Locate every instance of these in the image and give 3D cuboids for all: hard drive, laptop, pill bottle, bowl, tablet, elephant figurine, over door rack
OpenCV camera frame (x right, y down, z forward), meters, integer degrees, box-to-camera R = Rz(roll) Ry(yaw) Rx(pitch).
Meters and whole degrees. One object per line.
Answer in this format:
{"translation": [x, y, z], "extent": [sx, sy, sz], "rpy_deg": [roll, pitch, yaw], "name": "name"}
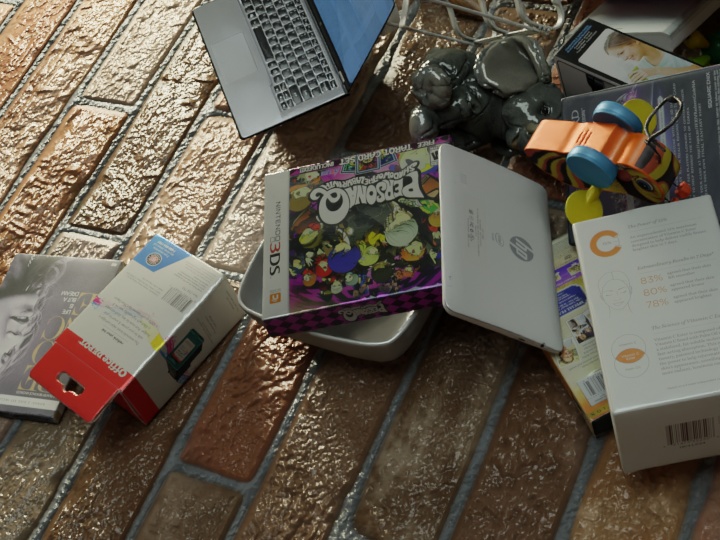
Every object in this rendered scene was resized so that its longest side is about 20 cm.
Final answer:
{"translation": [0.324, -0.287, 1.380], "extent": [0.131, 0.027, 0.200], "rpy_deg": [9, 42, 46], "name": "hard drive"}
{"translation": [-0.077, -0.277, 1.383], "extent": [0.197, 0.116, 0.189], "rpy_deg": [-23, 62, -1], "name": "laptop"}
{"translation": [-0.057, -0.264, 1.501], "extent": [0.198, 0.113, 0.112], "rpy_deg": [-33, 50, -6], "name": "pill bottle"}
{"translation": [0.000, 0.000, 1.304], "extent": [0.198, 0.075, 0.201], "rpy_deg": [13, 60, 29], "name": "bowl"}
{"translation": [0.130, -0.024, 1.218], "extent": [0.014, 0.129, 0.202], "rpy_deg": [-46, 32, 43], "name": "tablet"}
{"translation": [0.155, -0.166, 1.350], "extent": [0.197, 0.141, 0.158], "rpy_deg": [-1, 91, 13], "name": "elephant figurine"}
{"translation": [0.097, -0.277, 1.389], "extent": [0.197, 0.068, 0.147], "rpy_deg": [-4, 3, -27], "name": "over door rack"}

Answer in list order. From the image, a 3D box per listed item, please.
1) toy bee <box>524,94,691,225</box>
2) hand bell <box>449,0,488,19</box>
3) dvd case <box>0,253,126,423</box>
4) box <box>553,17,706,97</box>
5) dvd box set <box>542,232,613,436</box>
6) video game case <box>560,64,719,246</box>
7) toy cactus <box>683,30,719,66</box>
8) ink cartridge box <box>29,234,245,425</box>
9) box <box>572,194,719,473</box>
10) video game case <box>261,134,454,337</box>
{"translation": [0.234, -0.087, 1.162], "extent": [0.131, 0.108, 0.200], "rpy_deg": [-47, 23, 4], "name": "toy bee"}
{"translation": [0.073, -0.354, 1.555], "extent": [0.104, 0.105, 0.199], "rpy_deg": [-43, 64, -14], "name": "hand bell"}
{"translation": [-0.354, 0.069, 1.423], "extent": [0.146, 0.016, 0.202], "rpy_deg": [4, 56, 22], "name": "dvd case"}
{"translation": [0.292, -0.159, 1.289], "extent": [0.199, 0.117, 0.060], "rpy_deg": [34, 72, 35], "name": "box"}
{"translation": [0.233, 0.041, 1.212], "extent": [0.145, 0.030, 0.201], "rpy_deg": [-27, 49, -1], "name": "dvd box set"}
{"translation": [0.279, -0.106, 1.201], "extent": [0.198, 0.019, 0.145], "rpy_deg": [-8, 79, 36], "name": "video game case"}
{"translation": [0.406, -0.244, 1.335], "extent": [0.198, 0.103, 0.166], "rpy_deg": [-23, 39, 12], "name": "toy cactus"}
{"translation": [-0.228, 0.072, 1.339], "extent": [0.115, 0.068, 0.200], "rpy_deg": [28, 68, 35], "name": "ink cartridge box"}
{"translation": [0.260, 0.052, 1.109], "extent": [0.122, 0.098, 0.202], "rpy_deg": [-11, 51, 10], "name": "box"}
{"translation": [0.002, -0.035, 1.259], "extent": [0.197, 0.036, 0.183], "rpy_deg": [-11, 53, 12], "name": "video game case"}
